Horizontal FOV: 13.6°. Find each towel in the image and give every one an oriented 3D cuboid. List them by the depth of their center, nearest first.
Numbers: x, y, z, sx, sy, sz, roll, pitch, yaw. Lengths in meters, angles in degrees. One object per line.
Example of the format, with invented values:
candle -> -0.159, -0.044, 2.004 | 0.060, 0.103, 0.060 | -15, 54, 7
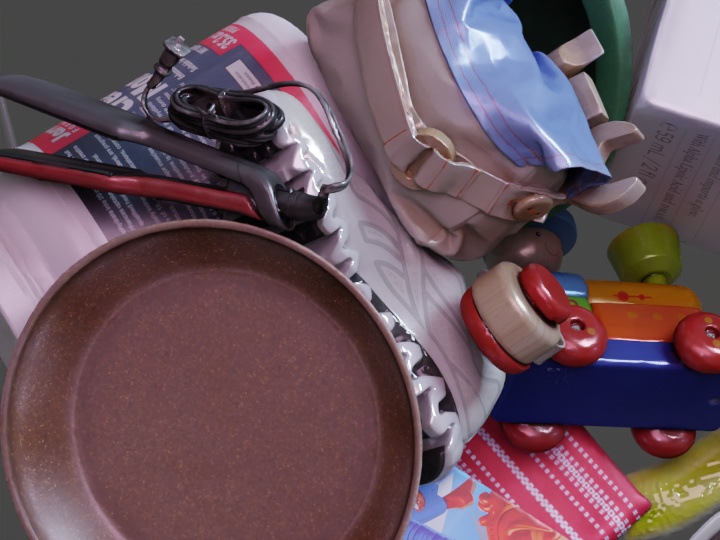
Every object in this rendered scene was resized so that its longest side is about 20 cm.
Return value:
towel -> 0.026, 0.123, 1.495 | 0.200, 0.022, 0.145 | -37, 78, -13

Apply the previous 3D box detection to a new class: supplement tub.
supplement tub -> -0.093, -0.023, 1.475 | 0.200, 0.140, 0.141 | -31, 76, -12

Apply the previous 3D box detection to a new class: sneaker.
sneaker -> 0.000, 0.000, 1.408 | 0.081, 0.075, 0.200 | -39, 107, -39

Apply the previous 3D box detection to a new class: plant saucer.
plant saucer -> -0.065, 0.074, 1.379 | 0.200, 0.037, 0.201 | 2, 98, 14

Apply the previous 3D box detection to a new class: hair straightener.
hair straightener -> -0.087, -0.067, 1.362 | 0.199, 0.041, 0.077 | 14, 99, 31

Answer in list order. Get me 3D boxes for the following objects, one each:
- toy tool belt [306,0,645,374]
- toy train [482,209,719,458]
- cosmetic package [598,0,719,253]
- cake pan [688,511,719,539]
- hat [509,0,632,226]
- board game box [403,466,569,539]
toy tool belt -> 0.069, -0.067, 1.395 | 0.123, 0.125, 0.200 | -34, 71, 18
toy train -> 0.157, 0.026, 1.510 | 0.199, 0.085, 0.116 | 3, 49, -16
cosmetic package -> 0.240, -0.097, 1.501 | 0.199, 0.165, 0.166 | 17, 72, 2
cake pan -> 0.209, 0.201, 1.433 | 0.200, 0.037, 0.201 | 3, 83, -26
hat -> 0.098, -0.136, 1.544 | 0.165, 0.176, 0.201 | 7, 106, 29
board game box -> 0.019, 0.196, 1.432 | 0.195, 0.056, 0.200 | 32, 74, 1
